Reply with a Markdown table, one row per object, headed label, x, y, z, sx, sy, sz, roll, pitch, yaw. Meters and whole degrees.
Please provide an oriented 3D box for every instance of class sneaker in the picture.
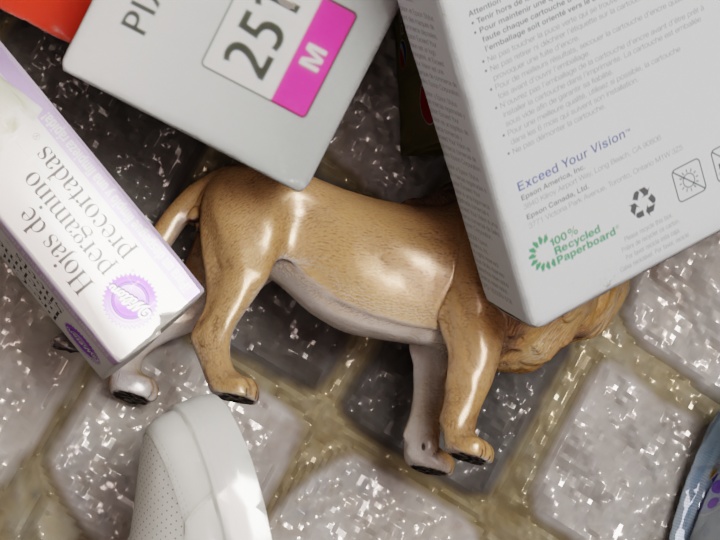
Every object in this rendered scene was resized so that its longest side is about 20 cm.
| label | x | y | z | sx | sy | sz | roll | pitch | yaw |
| --- | --- | --- | --- | --- | --- | --- | --- | --- | --- |
| sneaker | -0.085 | 0.145 | 0.705 | 0.115 | 0.074 | 0.201 | -6 | 99 | -18 |

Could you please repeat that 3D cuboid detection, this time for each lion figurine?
| label | x | y | z | sx | sy | sz | roll | pitch | yaw |
| --- | --- | --- | --- | --- | --- | --- | --- | --- | --- |
| lion figurine | 0.000 | 0.000 | 0.758 | 0.199 | 0.072 | 0.123 | 16 | 74 | -11 |

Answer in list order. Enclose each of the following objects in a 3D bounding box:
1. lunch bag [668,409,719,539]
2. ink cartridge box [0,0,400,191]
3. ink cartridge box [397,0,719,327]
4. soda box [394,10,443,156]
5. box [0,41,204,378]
| label | x | y | z | sx | sy | sz | roll | pitch | yaw |
| --- | --- | --- | --- | --- | --- | --- | --- | --- | --- |
| lunch bag | 0.198 | 0.147 | 0.780 | 0.169 | 0.127 | 0.201 | 19 | 73 | -17 |
| ink cartridge box | -0.050 | -0.154 | 0.699 | 0.173 | 0.044 | 0.201 | 26 | 102 | -7 |
| ink cartridge box | 0.104 | -0.111 | 0.707 | 0.196 | 0.043 | 0.201 | -26 | 114 | -19 |
| soda box | 0.115 | -0.079 | 0.801 | 0.199 | 0.068 | 0.064 | -1 | 86 | -18 |
| box | -0.130 | -0.055 | 0.699 | 0.039 | 0.041 | 0.200 | -40 | 92 | -17 |
